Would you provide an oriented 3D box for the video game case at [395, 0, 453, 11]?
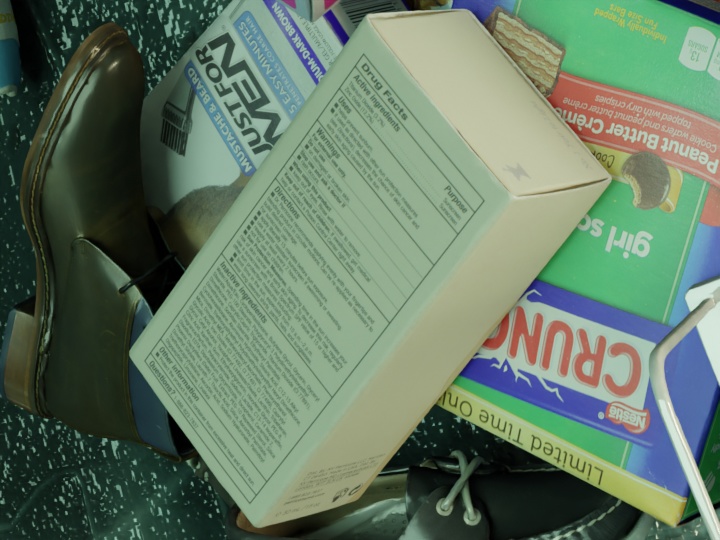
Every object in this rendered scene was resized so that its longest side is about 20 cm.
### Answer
[{"bbox_3d":[0.019,-0.043,1.314,0.143,0.018,0.201,-26,83,42],"label":"video game case"}]

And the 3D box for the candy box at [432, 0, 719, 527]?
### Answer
[{"bbox_3d":[0.104,-0.022,1.193,0.169,0.077,0.201,25,112,30],"label":"candy box"}]

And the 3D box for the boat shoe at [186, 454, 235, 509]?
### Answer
[{"bbox_3d":[-0.017,0.044,1.309,0.061,0.072,0.201,54,137,19],"label":"boat shoe"}]

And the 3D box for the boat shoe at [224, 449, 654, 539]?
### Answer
[{"bbox_3d":[0.032,0.112,1.279,0.199,0.074,0.061,-12,118,29],"label":"boat shoe"}]

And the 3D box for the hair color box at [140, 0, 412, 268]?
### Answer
[{"bbox_3d":[-0.045,-0.048,1.315,0.200,0.065,0.110,-45,72,40],"label":"hair color box"}]

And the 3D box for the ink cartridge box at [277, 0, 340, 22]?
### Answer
[{"bbox_3d":[-0.052,-0.197,1.272,0.200,0.119,0.042,36,152,28],"label":"ink cartridge box"}]

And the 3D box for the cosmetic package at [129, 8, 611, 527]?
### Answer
[{"bbox_3d":[0.000,0.000,1.182,0.104,0.073,0.200,52,124,21],"label":"cosmetic package"}]

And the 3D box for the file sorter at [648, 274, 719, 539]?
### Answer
[{"bbox_3d":[0.223,0.047,1.040,0.199,0.124,0.139,-21,94,20],"label":"file sorter"}]

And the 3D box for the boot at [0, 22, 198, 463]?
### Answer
[{"bbox_3d":[-0.098,-0.008,1.292,0.097,0.075,0.201,25,124,21],"label":"boot"}]

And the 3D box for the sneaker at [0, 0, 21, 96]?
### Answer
[{"bbox_3d":[-0.255,-0.105,1.498,0.199,0.076,0.081,-13,94,44],"label":"sneaker"}]
